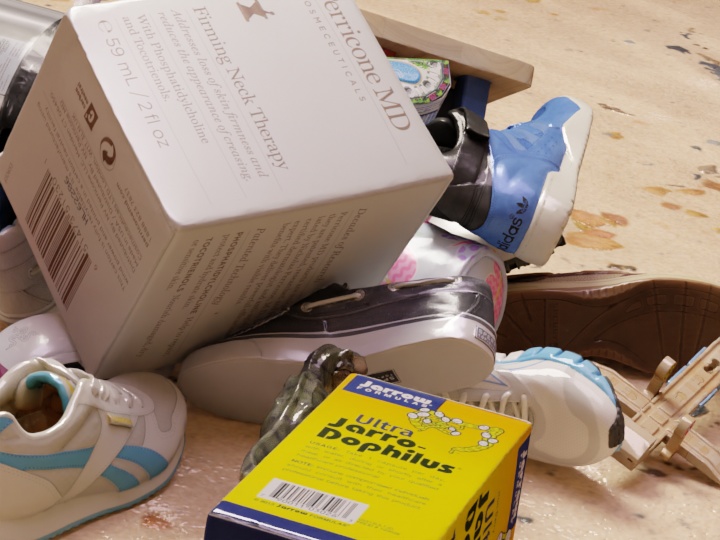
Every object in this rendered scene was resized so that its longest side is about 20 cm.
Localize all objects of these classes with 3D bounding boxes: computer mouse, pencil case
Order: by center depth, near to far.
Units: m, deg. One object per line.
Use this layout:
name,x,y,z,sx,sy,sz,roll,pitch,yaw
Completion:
computer mouse,-0.154,0.047,1.482,0.199,0.044,0.109,-9,28,-38
pencil case,0.000,0.000,1.585,0.199,0.091,0.083,19,19,30

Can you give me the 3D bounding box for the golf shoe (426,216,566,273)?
golf shoe,0.043,-0.034,1.641,0.198,0.089,0.077,-1,13,22

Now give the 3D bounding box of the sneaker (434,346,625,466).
sneaker,0.068,0.085,1.455,0.199,0.076,0.086,13,27,35

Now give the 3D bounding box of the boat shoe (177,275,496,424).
boat shoe,-0.014,0.041,1.432,0.198,0.072,0.068,-11,49,17

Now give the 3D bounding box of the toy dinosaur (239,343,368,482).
toy dinosaur,-0.042,0.107,1.311,0.047,0.089,0.200,12,22,9

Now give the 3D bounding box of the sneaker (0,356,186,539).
sneaker,-0.158,0.089,1.325,0.076,0.081,0.200,16,21,24

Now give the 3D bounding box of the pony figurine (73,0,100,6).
pony figurine,-0.218,-0.153,1.817,0.199,0.167,0.193,36,3,3

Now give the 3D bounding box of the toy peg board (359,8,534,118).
toy peg board,0.000,-0.126,1.864,0.198,0.099,0.200,16,-12,-22

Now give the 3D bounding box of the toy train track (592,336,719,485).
toy train track,0.213,0.071,1.516,0.114,0.033,0.200,37,35,15

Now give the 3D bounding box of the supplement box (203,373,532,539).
supplement box,0.003,0.146,1.201,0.109,0.110,0.200,15,22,16

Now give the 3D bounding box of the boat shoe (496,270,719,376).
boat shoe,0.174,0.028,1.627,0.198,0.073,0.072,-1,21,-5

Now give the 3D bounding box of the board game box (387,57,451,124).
board game box,-0.039,-0.104,1.697,0.198,0.200,0.062,1,58,-18

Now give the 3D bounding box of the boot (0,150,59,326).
boot,-0.191,-0.061,1.556,0.073,0.096,0.201,8,49,20

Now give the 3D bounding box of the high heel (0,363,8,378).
high heel,-0.268,0.033,1.407,0.096,0.067,0.200,36,8,-46

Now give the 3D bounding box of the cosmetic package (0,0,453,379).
cosmetic package,-0.088,-0.059,1.445,0.199,0.167,0.168,-12,62,-34

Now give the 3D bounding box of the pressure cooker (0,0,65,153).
pressure cooker,-0.286,-0.117,1.659,0.199,0.180,0.176,16,25,15

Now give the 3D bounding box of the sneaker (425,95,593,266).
sneaker,0.091,-0.081,1.593,0.111,0.077,0.200,24,31,-3
